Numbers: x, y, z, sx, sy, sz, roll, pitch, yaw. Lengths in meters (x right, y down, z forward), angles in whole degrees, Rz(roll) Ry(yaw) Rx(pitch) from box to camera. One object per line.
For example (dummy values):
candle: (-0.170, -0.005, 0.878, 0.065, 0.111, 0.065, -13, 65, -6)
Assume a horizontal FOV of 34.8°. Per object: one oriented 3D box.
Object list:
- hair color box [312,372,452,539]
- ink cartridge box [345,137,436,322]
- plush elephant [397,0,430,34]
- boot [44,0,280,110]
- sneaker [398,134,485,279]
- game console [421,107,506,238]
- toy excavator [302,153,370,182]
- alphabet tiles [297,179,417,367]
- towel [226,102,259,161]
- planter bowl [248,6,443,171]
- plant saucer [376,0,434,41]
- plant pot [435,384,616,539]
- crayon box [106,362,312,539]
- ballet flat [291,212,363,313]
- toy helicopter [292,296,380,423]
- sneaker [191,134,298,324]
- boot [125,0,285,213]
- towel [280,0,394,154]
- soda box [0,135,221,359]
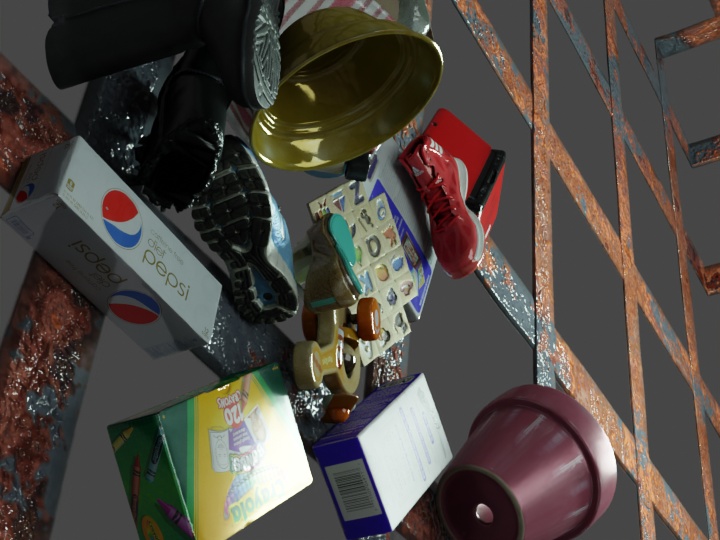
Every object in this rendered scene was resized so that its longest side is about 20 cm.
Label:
hair color box: (0.029, 0.201, 1.270, 0.200, 0.064, 0.110, -31, 102, -61)
ink cartridge box: (0.034, -0.068, 1.453, 0.201, 0.043, 0.199, 60, 29, -27)
plush elephant: (-0.011, -0.391, 1.445, 0.164, 0.154, 0.202, 27, 59, -44)
boot: (-0.168, -0.184, 0.945, 0.066, 0.198, 0.166, 71, 16, -51)
sneaker: (0.092, -0.089, 1.471, 0.115, 0.078, 0.201, 35, 31, -41)
game console: (0.143, -0.123, 1.726, 0.200, 0.117, 0.174, -58, 158, -56)
toy excavator: (-0.034, -0.212, 1.331, 0.200, 0.099, 0.197, -106, -155, -76)
alphabet tiles: (0.000, 0.000, 1.329, 0.166, 0.006, 0.202, -34, 110, -46)
towel: (-0.121, -0.236, 1.258, 0.147, 0.030, 0.201, 53, 33, -34)
planter bowl: (-0.028, -0.187, 1.086, 0.200, 0.200, 0.084, 17, 42, -59)
plant saucer: (0.051, -0.359, 1.661, 0.200, 0.034, 0.202, 39, 43, -48)
plant pot: (0.194, 0.266, 1.438, 0.178, 0.199, 0.202, -23, 96, -48)
crayon box: (-0.125, 0.162, 0.996, 0.200, 0.058, 0.120, -18, 92, -64)
ballet flat: (-0.041, -0.005, 1.206, 0.068, 0.072, 0.200, 61, 7, -23)
toy helicopter: (-0.033, 0.098, 1.165, 0.200, 0.078, 0.134, -6, 93, -77)
sneaker: (-0.112, -0.046, 1.124, 0.090, 0.077, 0.202, -91, 170, -55)
boot: (-0.134, -0.159, 1.014, 0.073, 0.198, 0.163, 29, 33, -21)
towel: (-0.025, -0.234, 1.208, 0.200, 0.030, 0.147, 42, 56, -9)
soda box: (-0.199, -0.014, 0.945, 0.200, 0.063, 0.069, 52, 33, -39)
